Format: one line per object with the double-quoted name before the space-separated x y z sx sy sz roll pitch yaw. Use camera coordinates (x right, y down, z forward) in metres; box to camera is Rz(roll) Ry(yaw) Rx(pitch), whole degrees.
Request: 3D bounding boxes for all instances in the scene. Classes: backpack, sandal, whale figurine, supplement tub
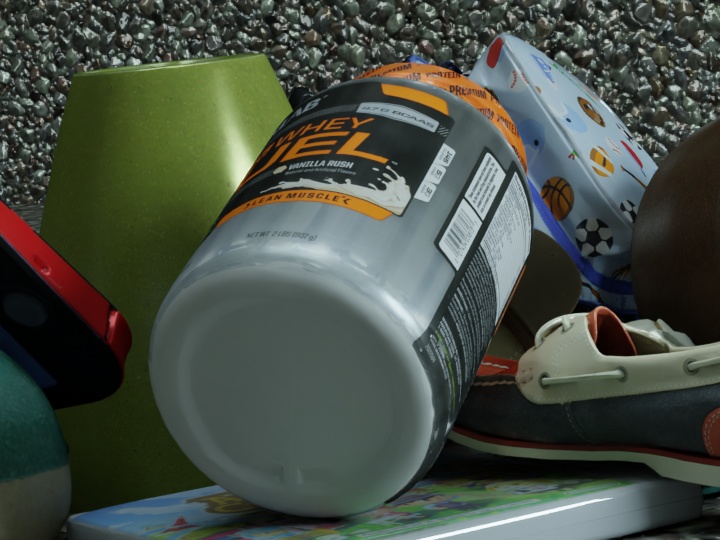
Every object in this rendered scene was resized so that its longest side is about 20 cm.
"backpack" 0.081 -0.022 1.451 0.154 0.200 0.190 -32 -19 11
"sandal" 0.018 0.051 1.265 0.212 0.078 0.070 -32 -13 -44
"whale figurine" -0.203 0.075 1.215 0.159 0.104 0.200 -9 4 -22
"supplement tub" 0.000 0.000 1.146 0.122 0.123 0.200 -4 27 19

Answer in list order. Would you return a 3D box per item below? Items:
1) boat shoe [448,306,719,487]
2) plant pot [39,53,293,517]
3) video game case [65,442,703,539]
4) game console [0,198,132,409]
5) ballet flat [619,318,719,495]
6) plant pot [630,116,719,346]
"boat shoe" 0.105 0.046 1.148 0.200 0.063 0.071 6 14 43
"plant pot" -0.080 0.001 1.342 0.187 0.201 0.187 -6 5 1
"video game case" 0.007 0.100 1.152 0.200 0.022 0.182 -10 6 -31
"game console" -0.213 0.007 1.233 0.200 0.031 0.177 -13 -44 39
"ballet flat" 0.118 0.054 1.258 0.073 0.073 0.200 -7 6 -11
"plant pot" 0.223 -0.008 1.257 0.200 0.201 0.198 -8 -3 -15
